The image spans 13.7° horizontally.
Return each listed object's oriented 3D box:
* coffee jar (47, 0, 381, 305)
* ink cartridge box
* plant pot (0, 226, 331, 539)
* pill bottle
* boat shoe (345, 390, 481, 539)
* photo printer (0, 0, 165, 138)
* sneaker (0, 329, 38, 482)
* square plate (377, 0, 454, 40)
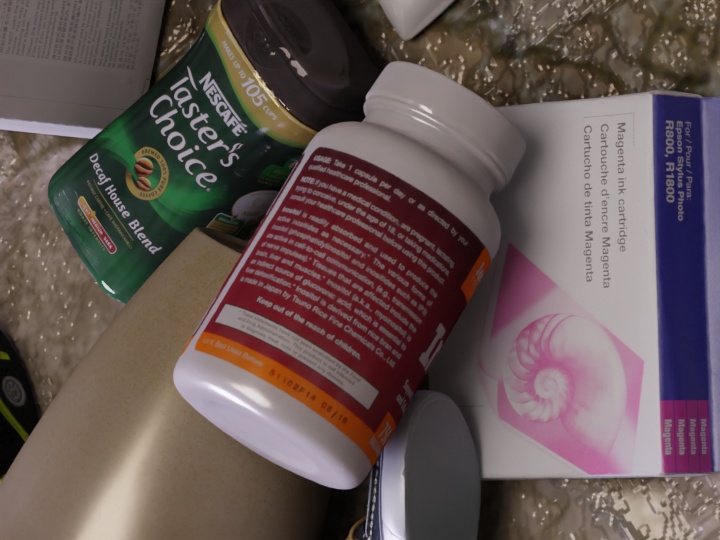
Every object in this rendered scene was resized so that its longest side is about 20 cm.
[{"bbox_3d":[-0.078,-0.074,1.672,0.200,0.085,0.105,-44,67,25],"label":"coffee jar"},{"bbox_3d":[0.123,0.009,1.560,0.199,0.043,0.198,-5,85,36],"label":"ink cartridge box"},{"bbox_3d":[-0.085,0.086,1.628,0.187,0.187,0.201,26,95,32],"label":"plant pot"},{"bbox_3d":[0.000,0.000,1.523,0.113,0.113,0.201,23,75,33],"label":"pill bottle"},{"bbox_3d":[0.011,0.154,1.589,0.091,0.071,0.201,10,114,36],"label":"boat shoe"},{"bbox_3d":[-0.192,-0.161,1.685,0.069,0.200,0.167,14,97,33],"label":"photo printer"},{"bbox_3d":[-0.231,0.114,1.778,0.076,0.075,0.201,-26,73,30],"label":"sneaker"},{"bbox_3d":[0.039,-0.263,1.634,0.198,0.028,0.201,-41,67,27],"label":"square plate"}]
